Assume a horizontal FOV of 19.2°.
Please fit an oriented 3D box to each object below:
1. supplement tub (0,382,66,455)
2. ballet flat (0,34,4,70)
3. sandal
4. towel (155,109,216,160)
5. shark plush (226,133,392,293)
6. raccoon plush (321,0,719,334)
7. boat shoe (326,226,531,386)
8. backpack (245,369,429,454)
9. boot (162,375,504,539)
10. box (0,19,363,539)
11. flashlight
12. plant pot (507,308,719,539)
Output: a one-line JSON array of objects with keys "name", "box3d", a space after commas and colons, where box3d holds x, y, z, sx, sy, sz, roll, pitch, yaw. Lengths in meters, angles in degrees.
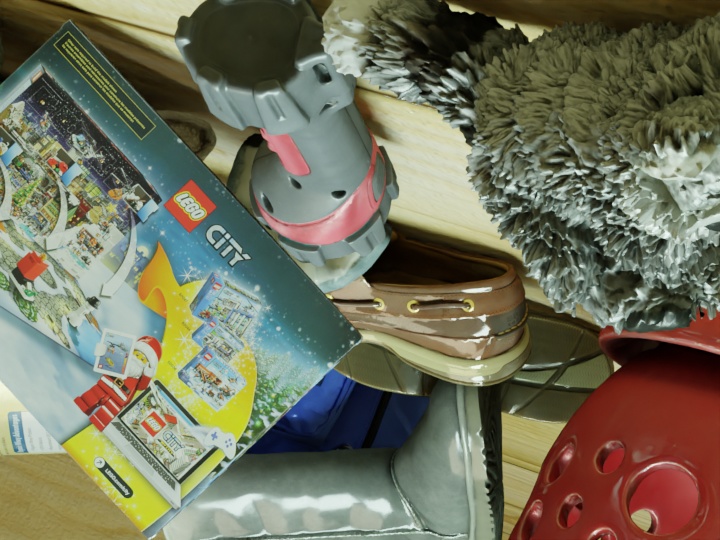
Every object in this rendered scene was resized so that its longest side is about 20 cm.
[{"name": "supplement tub", "box3d": [-0.206, 0.024, 1.100, 0.199, 0.145, 0.145, -2, 171, -4]}, {"name": "ballet flat", "box3d": [-0.239, -0.106, 1.090, 0.064, 0.068, 0.200, 19, 173, -31]}, {"name": "sandal", "box3d": [0.050, 0.036, 1.238, 0.199, 0.081, 0.054, 17, -169, 2]}, {"name": "towel", "box3d": [-0.184, -0.065, 1.073, 0.199, 0.035, 0.132, -2, -177, -18]}, {"name": "shark plush", "box3d": [-0.053, 0.030, 1.054, 0.091, 0.200, 0.083, 25, 155, 12]}, {"name": "raccoon plush", "box3d": [0.060, -0.054, 0.670, 0.199, 0.097, 0.134, 19, 162, 15]}, {"name": "boat shoe", "box3d": [0.000, 0.000, 1.161, 0.199, 0.072, 0.068, 15, 130, 19]}, {"name": "backpack", "box3d": [-0.039, 0.073, 1.330, 0.199, 0.163, 0.168, 22, 167, 2]}, {"name": "boot", "box3d": [-0.019, 0.116, 1.220, 0.199, 0.073, 0.182, 5, 134, 9]}, {"name": "box", "box3d": [-0.115, 0.004, 0.984, 0.200, 0.137, 0.038, 47, 178, -1]}, {"name": "flashlight", "box3d": [-0.031, -0.061, 0.890, 0.068, 0.068, 0.200, 51, 178, 20]}, {"name": "plant pot", "box3d": [0.184, 0.124, 1.060, 0.200, 0.183, 0.200, 21, 169, 4]}]
